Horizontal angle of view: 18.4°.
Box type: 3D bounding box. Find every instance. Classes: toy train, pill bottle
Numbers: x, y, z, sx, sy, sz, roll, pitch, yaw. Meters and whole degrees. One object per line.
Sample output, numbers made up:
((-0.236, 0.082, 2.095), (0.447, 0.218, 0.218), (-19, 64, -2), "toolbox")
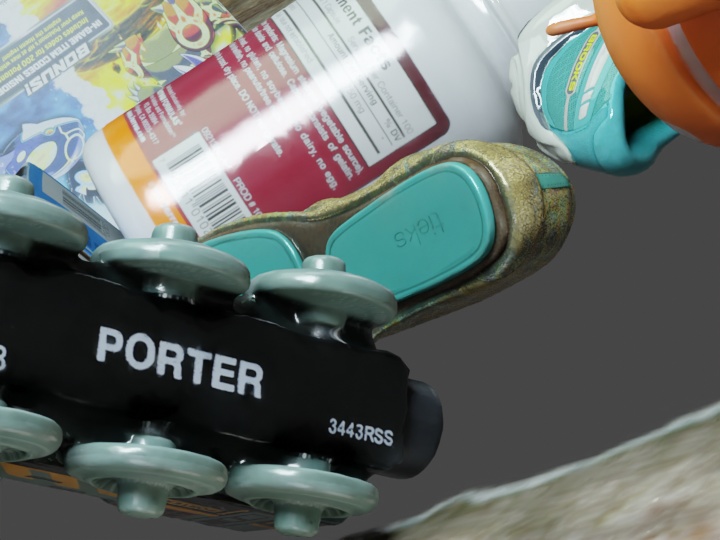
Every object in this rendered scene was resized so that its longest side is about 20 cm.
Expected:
((-0.076, 0.032, 0.648), (0.114, 0.200, 0.085), (-16, 65, 53), "toy train")
((-0.006, -0.060, 0.937), (0.200, 0.113, 0.113), (-33, 13, 0), "pill bottle")

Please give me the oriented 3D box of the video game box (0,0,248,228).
((-0.127, -0.050, 1.039), (0.200, 0.182, 0.047), (-40, -6, -24), "video game box")

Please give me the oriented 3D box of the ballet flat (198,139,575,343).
((0.000, 0.000, 0.834), (0.200, 0.071, 0.071), (-22, 17, 42), "ballet flat")

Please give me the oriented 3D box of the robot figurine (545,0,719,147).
((0.156, -0.104, 0.704), (0.200, 0.117, 0.144), (-18, 35, 47), "robot figurine")

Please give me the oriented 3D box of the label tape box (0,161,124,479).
((-0.172, 0.058, 0.888), (0.200, 0.063, 0.144), (-50, 12, 2), "label tape box")

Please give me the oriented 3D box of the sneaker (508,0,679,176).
((0.152, -0.102, 0.848), (0.200, 0.078, 0.080), (-39, 33, -4), "sneaker")
